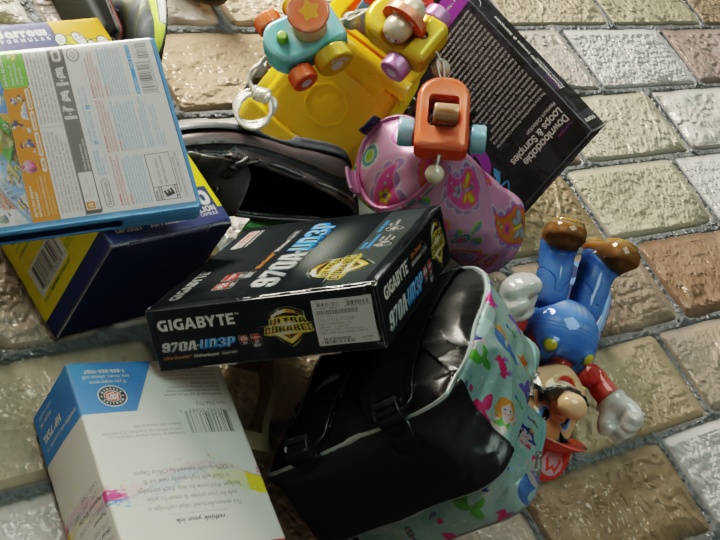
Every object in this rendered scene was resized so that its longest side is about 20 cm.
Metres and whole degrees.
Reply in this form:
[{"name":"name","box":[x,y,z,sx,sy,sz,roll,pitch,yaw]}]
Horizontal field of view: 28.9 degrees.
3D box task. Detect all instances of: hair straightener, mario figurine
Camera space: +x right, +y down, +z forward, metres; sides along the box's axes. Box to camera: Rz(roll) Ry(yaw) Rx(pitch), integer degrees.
[{"name":"hair straightener","box":[-0.215,-0.167,1.105,0.077,0.041,0.201,-1,70,-66]},{"name":"mario figurine","box":[0.164,0.064,1.075,0.123,0.106,0.201,12,79,15]}]

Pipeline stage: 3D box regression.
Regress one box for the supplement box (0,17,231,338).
[{"name":"supplement box","box":[-0.203,-0.070,1.001,0.109,0.110,0.200,-15,63,-45]}]

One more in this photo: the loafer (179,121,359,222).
[{"name":"loafer","box":[-0.087,-0.070,1.095,0.199,0.072,0.063,1,49,-32]}]

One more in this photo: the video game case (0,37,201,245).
[{"name":"video game case","box":[-0.217,-0.084,0.913,0.199,0.018,0.144,-9,63,-20]}]

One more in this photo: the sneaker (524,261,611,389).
[{"name":"sneaker","box":[0.161,0.048,1.203,0.082,0.074,0.200,32,39,-5]}]

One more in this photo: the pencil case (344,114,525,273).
[{"name":"pencil case","box":[0.067,-0.061,1.171,0.200,0.087,0.088,27,33,-56]}]

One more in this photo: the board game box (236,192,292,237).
[{"name":"board game box","box":[0.000,0.000,1.161,0.200,0.023,0.105,37,40,-3]}]

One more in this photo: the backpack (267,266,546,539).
[{"name":"backpack","box":[0.043,0.096,0.987,0.151,0.177,0.200,50,29,-23]}]

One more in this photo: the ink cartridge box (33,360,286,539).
[{"name":"ink cartridge box","box":[-0.120,0.157,0.882,0.116,0.067,0.201,1,52,-37]}]

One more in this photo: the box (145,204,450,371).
[{"name":"box","box":[-0.035,0.008,0.963,0.200,0.158,0.046,-48,129,-67]}]

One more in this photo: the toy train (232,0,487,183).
[{"name":"toy train","box":[0.005,-0.154,1.070,0.199,0.056,0.151,9,68,3]}]

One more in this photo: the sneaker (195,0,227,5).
[{"name":"sneaker","box":[-0.183,-0.333,1.296,0.200,0.067,0.090,35,45,-1]}]

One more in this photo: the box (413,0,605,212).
[{"name":"box","box":[0.115,-0.157,1.305,0.200,0.143,0.036,50,39,12]}]

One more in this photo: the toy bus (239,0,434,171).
[{"name":"toy bus","box":[0.007,-0.193,1.214,0.135,0.192,0.200,36,34,-2]}]

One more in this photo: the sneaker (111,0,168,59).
[{"name":"sneaker","box":[-0.223,-0.241,1.192,0.081,0.074,0.200,-17,63,-24]}]

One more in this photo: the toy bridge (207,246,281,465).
[{"name":"toy bridge","box":[-0.094,0.056,1.025,0.067,0.027,0.201,18,40,-38]}]
